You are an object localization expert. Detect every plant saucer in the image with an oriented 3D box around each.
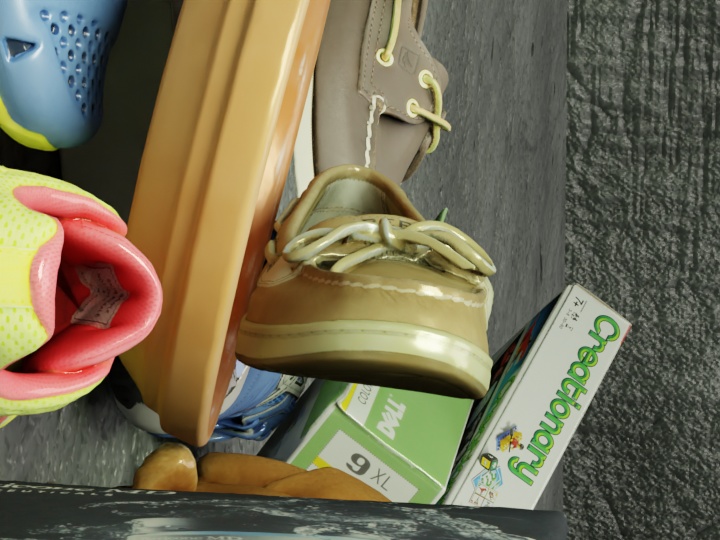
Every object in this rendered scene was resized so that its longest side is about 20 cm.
[{"bbox_3d":[-0.039,-0.047,0.782,0.200,0.037,0.201,14,90,-90],"label":"plant saucer"}]

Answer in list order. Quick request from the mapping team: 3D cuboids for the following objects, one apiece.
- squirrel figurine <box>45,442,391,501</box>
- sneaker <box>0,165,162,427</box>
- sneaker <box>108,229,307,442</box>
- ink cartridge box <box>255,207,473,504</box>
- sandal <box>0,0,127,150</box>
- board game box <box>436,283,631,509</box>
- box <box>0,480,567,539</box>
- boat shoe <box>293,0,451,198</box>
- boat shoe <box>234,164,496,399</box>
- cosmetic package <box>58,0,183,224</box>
[{"bbox_3d":[-0.024,0.119,0.848,0.187,0.199,0.142,44,59,-61],"label":"squirrel figurine"},{"bbox_3d":[-0.093,0.011,0.683,0.200,0.090,0.078,6,86,-82],"label":"sneaker"},{"bbox_3d":[-0.049,0.035,1.010,0.200,0.075,0.077,-50,138,-73],"label":"sneaker"},{"bbox_3d":[-0.006,0.081,1.035,0.200,0.059,0.104,-53,-175,24],"label":"ink cartridge box"},{"bbox_3d":[-0.075,-0.135,0.761,0.079,0.087,0.201,25,71,-82],"label":"sandal"},{"bbox_3d":[0.032,0.108,1.049,0.200,0.035,0.126,-58,-174,-36],"label":"board game box"},{"bbox_3d":[-0.054,0.126,0.638,0.200,0.196,0.118,-23,115,-80],"label":"box"},{"bbox_3d":[0.005,-0.077,1.007,0.072,0.059,0.201,83,6,-56],"label":"boat shoe"},{"bbox_3d":[0.002,0.000,0.780,0.201,0.073,0.063,-134,-127,-86],"label":"boat shoe"},{"bbox_3d":[-0.064,-0.083,0.953,0.200,0.051,0.151,-72,164,-58],"label":"cosmetic package"}]
